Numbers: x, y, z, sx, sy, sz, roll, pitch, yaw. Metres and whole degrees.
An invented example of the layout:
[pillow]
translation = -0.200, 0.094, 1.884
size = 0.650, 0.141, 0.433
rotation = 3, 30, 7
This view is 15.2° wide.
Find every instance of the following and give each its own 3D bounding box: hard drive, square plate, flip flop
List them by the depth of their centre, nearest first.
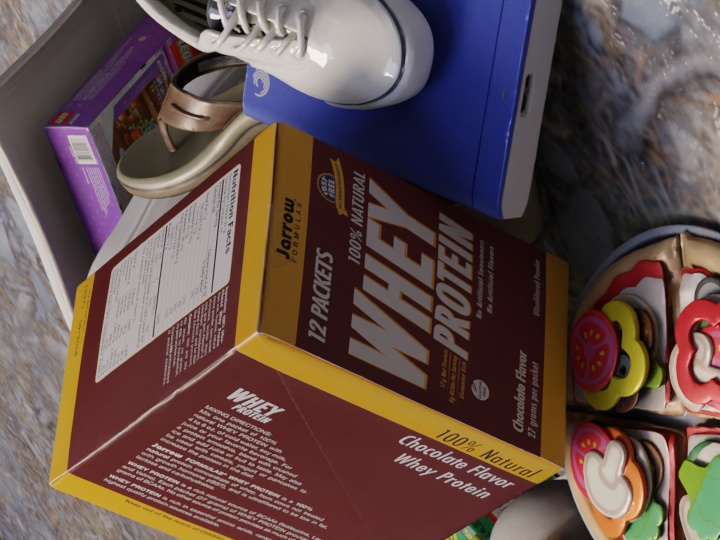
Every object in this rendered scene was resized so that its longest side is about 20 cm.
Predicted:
[hard drive]
translation = 0.019, -0.120, 1.435
size = 0.200, 0.025, 0.132
rotation = 24, 113, 41
[flip flop]
translation = -0.077, -0.104, 1.581
size = 0.058, 0.081, 0.200
rotation = 43, 138, -19
[square plate]
translation = -0.174, -0.079, 1.772
size = 0.028, 0.198, 0.200
rotation = -1, 125, 28

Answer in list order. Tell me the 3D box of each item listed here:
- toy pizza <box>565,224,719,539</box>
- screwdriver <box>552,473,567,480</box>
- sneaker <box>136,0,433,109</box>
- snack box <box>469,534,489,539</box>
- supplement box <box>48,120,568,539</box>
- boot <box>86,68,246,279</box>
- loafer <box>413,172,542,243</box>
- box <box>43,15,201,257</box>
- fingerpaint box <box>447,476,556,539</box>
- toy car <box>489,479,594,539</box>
[toy pizza]
translation = 0.161, 0.077, 1.384
size = 0.200, 0.032, 0.201
rotation = 6, 98, 52
[screwdriver]
translation = 0.142, 0.107, 1.573
size = 0.029, 0.028, 0.200
rotation = 31, 157, -14
[sneaker]
translation = -0.048, -0.129, 1.431
size = 0.200, 0.071, 0.073
rotation = 21, 110, 43
[snack box]
translation = 0.066, 0.241, 1.666
size = 0.053, 0.142, 0.200
rotation = 46, -175, 24
[supplement box]
translation = -0.026, 0.055, 1.446
size = 0.197, 0.133, 0.200
rotation = 25, 140, -27
[boot]
translation = -0.085, -0.042, 1.681
size = 0.095, 0.200, 0.074
rotation = 28, -177, 24
[loafer]
translation = 0.018, -0.012, 1.522
size = 0.200, 0.076, 0.068
rotation = -19, 130, 29
[box]
translation = -0.128, -0.049, 1.779
size = 0.039, 0.137, 0.200
rotation = 2, 126, 31
[fingerpaint box]
translation = 0.040, 0.139, 1.768
size = 0.200, 0.073, 0.167
rotation = 47, 155, 23
[toy car]
translation = 0.144, 0.222, 1.520
size = 0.175, 0.150, 0.200
rotation = 43, -170, 27
